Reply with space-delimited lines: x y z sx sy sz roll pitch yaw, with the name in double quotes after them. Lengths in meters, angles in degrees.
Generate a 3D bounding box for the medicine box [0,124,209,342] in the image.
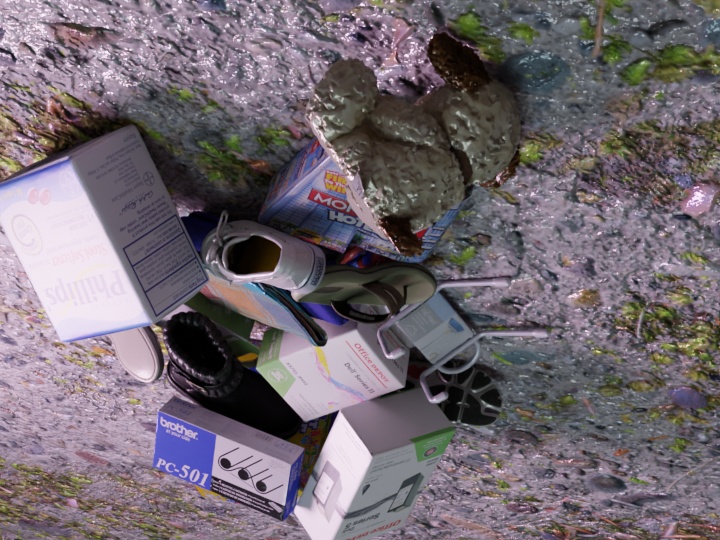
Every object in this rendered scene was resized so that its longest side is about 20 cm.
-0.296 -0.038 1.501 0.181 0.103 0.202 -12 108 43 "medicine box"

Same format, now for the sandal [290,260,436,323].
0.005 0.032 1.475 0.199 0.058 0.080 -2 152 -43 "sandal"

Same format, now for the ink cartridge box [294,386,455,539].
0.016 0.260 1.730 0.144 0.084 0.202 -12 139 -38 "ink cartridge box"

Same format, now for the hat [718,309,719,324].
0.508 0.052 1.403 0.200 0.176 0.166 44 177 40 "hat"

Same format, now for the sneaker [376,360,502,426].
0.102 0.161 1.798 0.197 0.082 0.083 14 168 25 "sneaker"

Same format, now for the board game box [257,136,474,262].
0.009 -0.084 1.381 0.197 0.062 0.200 20 154 -6 "board game box"

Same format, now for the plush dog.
0.068 -0.110 1.201 0.161 0.171 0.201 52 174 41 "plush dog"

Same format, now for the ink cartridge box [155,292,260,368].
-0.203 0.058 1.769 0.199 0.060 0.103 32 150 -27 "ink cartridge box"

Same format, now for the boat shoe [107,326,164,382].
-0.311 0.080 1.797 0.057 0.068 0.200 3 -151 -49 "boat shoe"

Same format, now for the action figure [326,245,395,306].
0.000 0.000 1.563 0.065 0.052 0.199 32 148 -19 "action figure"

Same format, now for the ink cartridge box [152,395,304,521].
-0.174 0.245 1.743 0.197 0.044 0.095 20 120 16 "ink cartridge box"

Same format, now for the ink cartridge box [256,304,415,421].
-0.017 0.105 1.672 0.198 0.068 0.117 -23 125 28 "ink cartridge box"

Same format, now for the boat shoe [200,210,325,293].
-0.129 -0.019 1.422 0.085 0.076 0.201 19 179 -40 "boat shoe"

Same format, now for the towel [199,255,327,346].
-0.143 0.030 1.608 0.198 0.022 0.147 17 159 39 "towel"

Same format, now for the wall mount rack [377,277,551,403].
0.122 0.071 1.602 0.173 0.075 0.200 -35 134 8 "wall mount rack"

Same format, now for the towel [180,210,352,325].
-0.109 -0.007 1.568 0.198 0.050 0.148 19 161 33 "towel"

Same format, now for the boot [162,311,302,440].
-0.165 0.142 1.734 0.209 0.080 0.158 23 154 1 "boot"

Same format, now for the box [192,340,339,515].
-0.124 0.220 1.874 0.190 0.202 0.122 8 152 15 "box"
